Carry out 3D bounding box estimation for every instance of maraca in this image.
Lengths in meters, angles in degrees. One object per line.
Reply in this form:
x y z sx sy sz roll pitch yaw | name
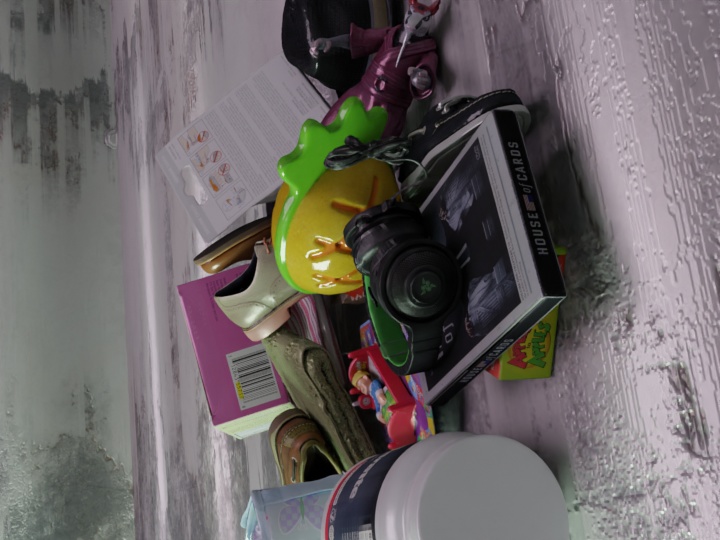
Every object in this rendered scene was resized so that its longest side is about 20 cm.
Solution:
-0.021 -0.059 0.825 0.107 0.137 0.201 37 147 31 | maraca

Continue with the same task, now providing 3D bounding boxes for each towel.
-0.040 0.148 1.029 0.148 0.036 0.201 21 141 63 | towel
-0.062 0.085 1.123 0.200 0.030 0.147 127 126 -71 | towel

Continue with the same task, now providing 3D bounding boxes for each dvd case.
0.081 -0.002 0.718 0.200 0.025 0.151 126 139 -54 | dvd case

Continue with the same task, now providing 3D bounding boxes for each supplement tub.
0.060 0.206 0.747 0.200 0.139 0.141 140 126 -62 | supplement tub

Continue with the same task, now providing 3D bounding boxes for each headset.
0.017 -0.009 0.721 0.124 0.093 0.201 -121 27 -52 | headset

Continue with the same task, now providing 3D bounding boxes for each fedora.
-0.034 -0.264 1.032 0.200 0.091 0.202 179 90 -69 | fedora

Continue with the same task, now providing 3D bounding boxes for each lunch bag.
-0.024 0.283 0.908 0.127 0.168 0.201 -134 40 -60 | lunch bag

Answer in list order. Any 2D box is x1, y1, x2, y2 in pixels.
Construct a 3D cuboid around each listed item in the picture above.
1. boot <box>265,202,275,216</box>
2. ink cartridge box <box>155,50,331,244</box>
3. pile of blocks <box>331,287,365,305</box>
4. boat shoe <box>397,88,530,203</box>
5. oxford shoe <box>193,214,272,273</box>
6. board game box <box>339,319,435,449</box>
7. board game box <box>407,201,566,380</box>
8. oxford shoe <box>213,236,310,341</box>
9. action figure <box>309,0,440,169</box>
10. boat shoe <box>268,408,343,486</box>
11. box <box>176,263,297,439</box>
-0.084 -0.105 1.189 0.200 0.073 0.152 145 123 -68 | boot
-0.120 -0.135 1.073 0.160 0.200 0.047 54 -175 33 | ink cartridge box
0.000 0.000 0.998 0.200 0.062 0.083 -177 87 -68 | pile of blocks
0.076 -0.114 0.790 0.200 0.075 0.061 146 115 -63 | boat shoe
-0.091 -0.031 1.054 0.071 0.199 0.072 -2 109 61 | oxford shoe
0.019 0.124 0.922 0.200 0.039 0.159 136 120 -73 | board game box
0.092 0.010 0.787 0.200 0.047 0.102 -148 59 -64 | board game box
-0.071 -0.012 0.991 0.200 0.074 0.071 -45 23 9 | oxford shoe
0.033 -0.172 0.907 0.134 0.148 0.201 43 115 28 | action figure
-0.049 0.249 1.051 0.068 0.072 0.201 35 152 51 | boat shoe
-0.146 0.109 1.191 0.200 0.096 0.177 83 169 -75 | box
